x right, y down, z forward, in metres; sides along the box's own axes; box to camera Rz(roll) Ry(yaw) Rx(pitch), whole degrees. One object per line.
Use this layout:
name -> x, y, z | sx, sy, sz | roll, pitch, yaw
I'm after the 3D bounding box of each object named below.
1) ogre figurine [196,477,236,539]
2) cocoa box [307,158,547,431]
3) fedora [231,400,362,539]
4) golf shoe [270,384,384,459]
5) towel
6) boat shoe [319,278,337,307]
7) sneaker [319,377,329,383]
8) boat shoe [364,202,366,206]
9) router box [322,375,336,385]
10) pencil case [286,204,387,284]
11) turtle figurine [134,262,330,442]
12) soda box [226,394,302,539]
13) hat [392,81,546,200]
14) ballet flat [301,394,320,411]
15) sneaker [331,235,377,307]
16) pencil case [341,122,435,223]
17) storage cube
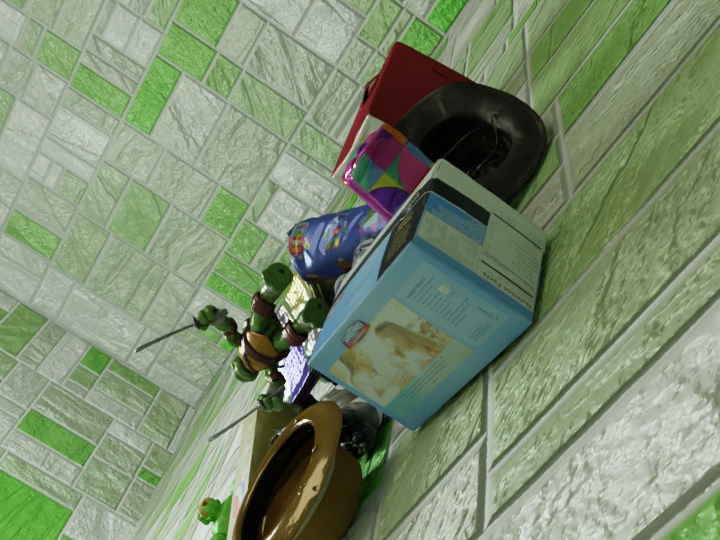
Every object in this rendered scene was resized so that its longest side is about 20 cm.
ogre figurine -> -0.176, 0.356, 1.223 | 0.200, 0.098, 0.121 | -46, -19, -37
cocoa box -> 0.062, 0.028, 0.835 | 0.200, 0.132, 0.132 | -51, 11, 41
fedora -> -0.056, 0.237, 0.918 | 0.201, 0.081, 0.201 | -50, 18, 23
golf shoe -> -0.030, 0.184, 1.044 | 0.199, 0.078, 0.095 | -28, 18, 49
towel -> -0.090, 0.098, 1.201 | 0.201, 0.023, 0.145 | -59, 43, 38
boat shoe -> 0.000, 0.000, 1.175 | 0.200, 0.063, 0.073 | -45, -2, 42
sneaker -> -0.011, 0.082, 1.366 | 0.202, 0.075, 0.105 | -65, -17, -5
boat shoe -> 0.001, -0.027, 1.299 | 0.202, 0.064, 0.072 | -63, -23, -16
router box -> 0.029, 0.070, 1.123 | 0.151, 0.062, 0.200 | -60, 8, -22
pencil case -> -0.002, -0.040, 1.055 | 0.198, 0.078, 0.088 | -14, 56, 45
turtle figurine -> -0.136, 0.098, 1.085 | 0.194, 0.198, 0.145 | -51, 53, 35
soda box -> -0.121, 0.263, 1.114 | 0.068, 0.063, 0.202 | 126, 155, -45
hat -> 0.131, -0.133, 1.073 | 0.202, 0.198, 0.081 | -61, -31, -21
ballet flat -> -0.081, 0.208, 1.237 | 0.056, 0.067, 0.200 | -22, 1, -16
sneaker -> 0.010, 0.033, 0.985 | 0.200, 0.074, 0.089 | 125, 165, -66
pencil case -> 0.071, -0.064, 0.937 | 0.089, 0.200, 0.088 | -48, 5, 5
storage cube -> 0.081, -0.219, 1.425 | 0.171, 0.198, 0.181 | -53, 13, 52
